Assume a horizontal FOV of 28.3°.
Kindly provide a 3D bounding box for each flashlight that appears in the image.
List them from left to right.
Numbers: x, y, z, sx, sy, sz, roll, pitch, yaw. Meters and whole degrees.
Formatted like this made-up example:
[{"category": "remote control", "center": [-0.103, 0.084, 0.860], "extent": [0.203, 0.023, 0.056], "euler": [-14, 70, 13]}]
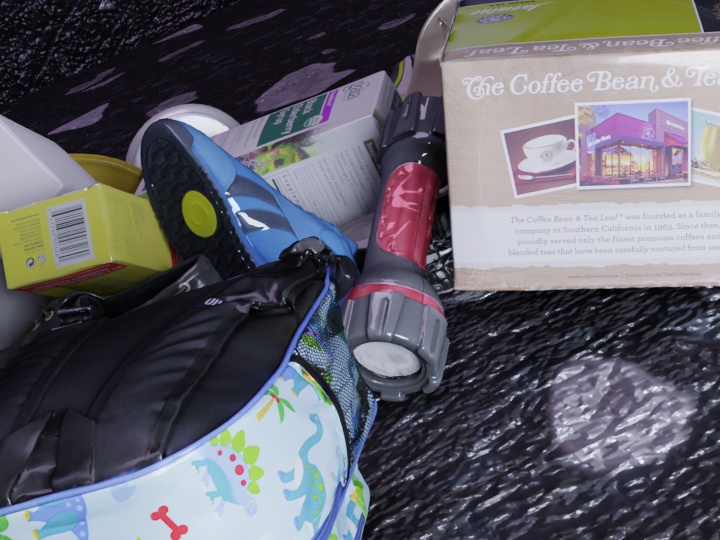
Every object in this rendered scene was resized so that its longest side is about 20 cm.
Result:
[{"category": "flashlight", "center": [0.030, -0.022, 0.850], "extent": [0.067, 0.068, 0.201], "euler": [1, 52, 15]}]

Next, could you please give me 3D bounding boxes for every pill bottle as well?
[{"category": "pill bottle", "center": [-0.145, -0.084, 1.228], "extent": [0.113, 0.115, 0.200], "euler": [-24, 6, -5]}]

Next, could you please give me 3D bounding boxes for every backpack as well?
[{"category": "backpack", "center": [-0.085, 0.099, 0.637], "extent": [0.181, 0.148, 0.200], "euler": [-16, 15, 17]}]

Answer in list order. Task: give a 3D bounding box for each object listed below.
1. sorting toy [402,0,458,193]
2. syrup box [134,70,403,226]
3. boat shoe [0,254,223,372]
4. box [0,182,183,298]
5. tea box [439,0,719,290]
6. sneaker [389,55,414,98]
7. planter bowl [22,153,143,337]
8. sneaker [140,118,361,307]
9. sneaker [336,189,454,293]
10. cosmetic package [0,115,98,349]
[{"category": "sorting toy", "center": [0.076, -0.106, 1.121], "extent": [0.180, 0.107, 0.200], "euler": [-38, 32, 4]}, {"category": "syrup box", "center": [-0.058, -0.064, 1.030], "extent": [0.198, 0.082, 0.079], "euler": [-20, 27, 19]}, {"category": "boat shoe", "center": [-0.164, 0.039, 0.866], "extent": [0.198, 0.057, 0.069], "euler": [-16, 20, 18]}, {"category": "box", "center": [-0.152, -0.010, 0.918], "extent": [0.075, 0.051, 0.200], "euler": [-14, -10, 12]}, {"category": "tea box", "center": [0.153, -0.086, 0.818], "extent": [0.198, 0.135, 0.197], "euler": [-1, 22, 10]}, {"category": "sneaker", "center": [0.024, -0.140, 1.310], "extent": [0.080, 0.074, 0.200], "euler": [-21, 16, 15]}, {"category": "planter bowl", "center": [-0.222, 0.015, 1.070], "extent": [0.199, 0.201, 0.084], "euler": [-25, 53, -6]}, {"category": "sneaker", "center": [-0.056, -0.018, 0.883], "extent": [0.078, 0.200, 0.066], "euler": [-35, -8, -43]}, {"category": "sneaker", "center": [0.000, 0.000, 0.956], "extent": [0.198, 0.075, 0.079], "euler": [-18, 8, -6]}, {"category": "cosmetic package", "center": [-0.263, 0.003, 0.951], "extent": [0.200, 0.085, 0.108], "euler": [-50, -16, 1]}]
